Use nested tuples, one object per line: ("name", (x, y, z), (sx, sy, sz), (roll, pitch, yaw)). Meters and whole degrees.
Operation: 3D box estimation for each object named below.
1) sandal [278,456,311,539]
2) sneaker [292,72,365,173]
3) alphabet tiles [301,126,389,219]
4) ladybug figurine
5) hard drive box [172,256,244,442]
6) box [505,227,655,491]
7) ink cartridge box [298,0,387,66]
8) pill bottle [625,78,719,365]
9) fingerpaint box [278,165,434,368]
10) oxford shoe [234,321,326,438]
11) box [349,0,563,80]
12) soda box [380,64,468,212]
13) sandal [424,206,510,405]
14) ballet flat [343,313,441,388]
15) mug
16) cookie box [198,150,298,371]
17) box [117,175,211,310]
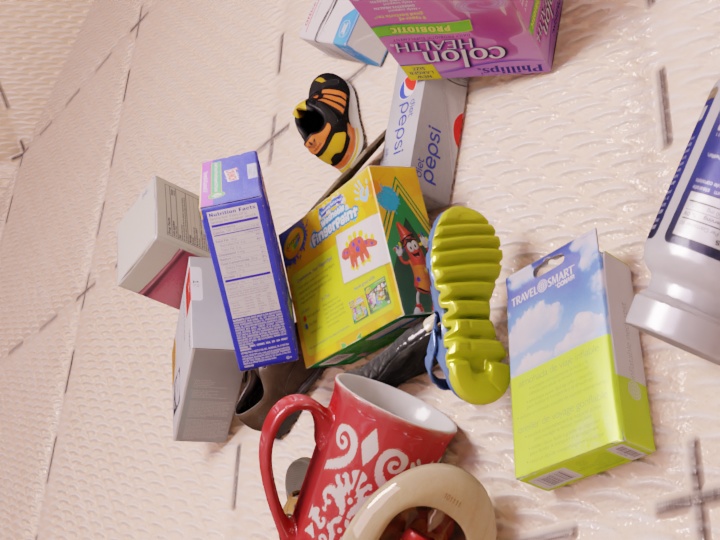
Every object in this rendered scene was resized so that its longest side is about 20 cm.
("sandal", (-0.064, 0.295, 1.158), (0.082, 0.054, 0.202), (-39, 41, 37))
("sneaker", (-0.054, -0.221, 1.433), (0.070, 0.089, 0.202), (-48, 37, 28))
("alphabet tiles", (-0.024, -0.109, 1.295), (0.200, 0.006, 0.167), (-45, 3, 42))
("ladybug figurine", (0.045, 0.264, 0.957), (0.201, 0.135, 0.072), (-57, 4, 6))
("hard drive box", (-0.204, 0.108, 1.400), (0.157, 0.076, 0.202), (-101, 22, -43))
("box", (0.187, 0.078, 0.920), (0.121, 0.047, 0.203), (-33, 45, 43))
("ink cartridge box", (-0.019, -0.367, 1.493), (0.199, 0.067, 0.117), (28, 94, 59))
("pill bottle", (0.282, -0.034, 0.783), (0.115, 0.115, 0.202), (27, 94, 58))
("fingerpaint box", (0.000, 0.000, 1.171), (0.199, 0.073, 0.169), (-33, 65, 50))
("oxford shoe", (-0.092, 0.110, 1.292), (0.202, 0.084, 0.073), (-62, 30, 5))
("box", (0.097, -0.295, 1.095), (0.174, 0.200, 0.098), (3, 71, 29))
("soda box", (0.076, -0.171, 1.226), (0.063, 0.068, 0.203), (-16, 57, 52))
("sandal", (0.093, 0.036, 1.013), (0.087, 0.078, 0.203), (135, 139, -63))
("ballet flat", (0.036, 0.092, 1.120), (0.200, 0.066, 0.057), (-42, 50, 37))
("mug", (-0.019, 0.215, 1.048), (0.133, 0.175, 0.203), (-14, -55, -80))
("cookie box", (-0.129, -0.015, 1.208), (0.172, 0.074, 0.203), (-107, 6, -67))
("box", (-0.232, -0.021, 1.473), (0.109, 0.198, 0.129), (-45, 37, 29))
